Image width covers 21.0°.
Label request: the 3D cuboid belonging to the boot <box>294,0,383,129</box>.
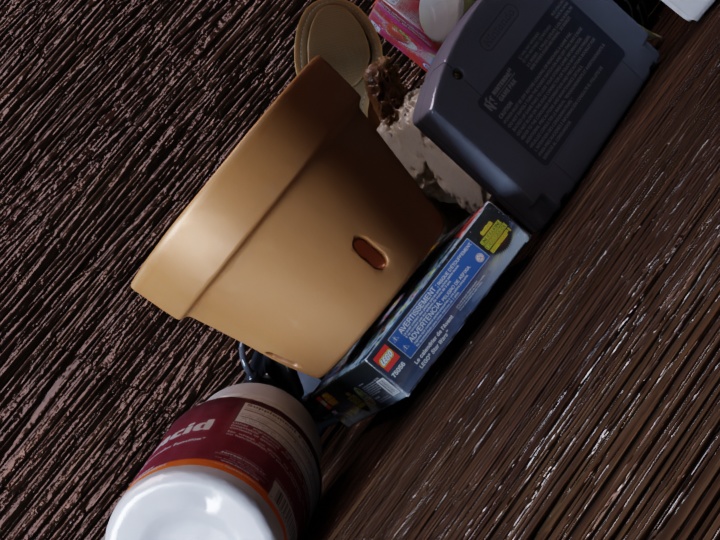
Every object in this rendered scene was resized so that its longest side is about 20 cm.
[{"bbox_3d":[-0.018,-0.111,1.628,0.155,0.073,0.201,99,164,-64],"label":"boot"}]

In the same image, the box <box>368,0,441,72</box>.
[{"bbox_3d":[0.115,-0.212,1.767,0.100,0.200,0.095,-51,1,-10],"label":"box"}]

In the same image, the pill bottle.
[{"bbox_3d":[-0.088,0.149,1.269,0.114,0.114,0.200,-50,3,17],"label":"pill bottle"}]

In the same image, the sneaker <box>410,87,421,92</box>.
[{"bbox_3d":[0.118,-0.101,1.634,0.199,0.116,0.075,-11,-8,-31],"label":"sneaker"}]

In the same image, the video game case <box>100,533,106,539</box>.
[{"bbox_3d":[-0.213,0.236,1.706,0.182,0.023,0.200,-52,3,-24],"label":"video game case"}]

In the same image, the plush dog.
[{"bbox_3d":[0.103,-0.109,1.483,0.171,0.161,0.200,-22,-11,-29],"label":"plush dog"}]

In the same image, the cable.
[{"bbox_3d":[-0.025,0.045,1.474,0.164,0.051,0.200,-57,-26,-11],"label":"cable"}]

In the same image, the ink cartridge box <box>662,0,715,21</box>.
[{"bbox_3d":[0.245,-0.300,1.369,0.200,0.145,0.084,-50,3,16],"label":"ink cartridge box"}]

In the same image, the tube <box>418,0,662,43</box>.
[{"bbox_3d":[0.134,-0.193,1.465,0.199,0.058,0.052,-1,-25,-38],"label":"tube"}]

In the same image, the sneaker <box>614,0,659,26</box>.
[{"bbox_3d":[0.236,-0.246,1.689,0.200,0.071,0.099,-56,7,-12],"label":"sneaker"}]

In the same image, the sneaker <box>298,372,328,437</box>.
[{"bbox_3d":[-0.051,0.101,1.589,0.200,0.078,0.079,-51,-9,-24],"label":"sneaker"}]

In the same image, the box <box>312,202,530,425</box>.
[{"bbox_3d":[0.037,0.034,1.345,0.137,0.040,0.200,-51,3,-16],"label":"box"}]

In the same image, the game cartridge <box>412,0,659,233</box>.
[{"bbox_3d":[0.122,-0.134,1.365,0.200,0.133,0.042,-52,4,-36],"label":"game cartridge"}]

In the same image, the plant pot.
[{"bbox_3d":[-0.039,-0.023,1.301,0.200,0.140,0.200,-50,4,4],"label":"plant pot"}]
